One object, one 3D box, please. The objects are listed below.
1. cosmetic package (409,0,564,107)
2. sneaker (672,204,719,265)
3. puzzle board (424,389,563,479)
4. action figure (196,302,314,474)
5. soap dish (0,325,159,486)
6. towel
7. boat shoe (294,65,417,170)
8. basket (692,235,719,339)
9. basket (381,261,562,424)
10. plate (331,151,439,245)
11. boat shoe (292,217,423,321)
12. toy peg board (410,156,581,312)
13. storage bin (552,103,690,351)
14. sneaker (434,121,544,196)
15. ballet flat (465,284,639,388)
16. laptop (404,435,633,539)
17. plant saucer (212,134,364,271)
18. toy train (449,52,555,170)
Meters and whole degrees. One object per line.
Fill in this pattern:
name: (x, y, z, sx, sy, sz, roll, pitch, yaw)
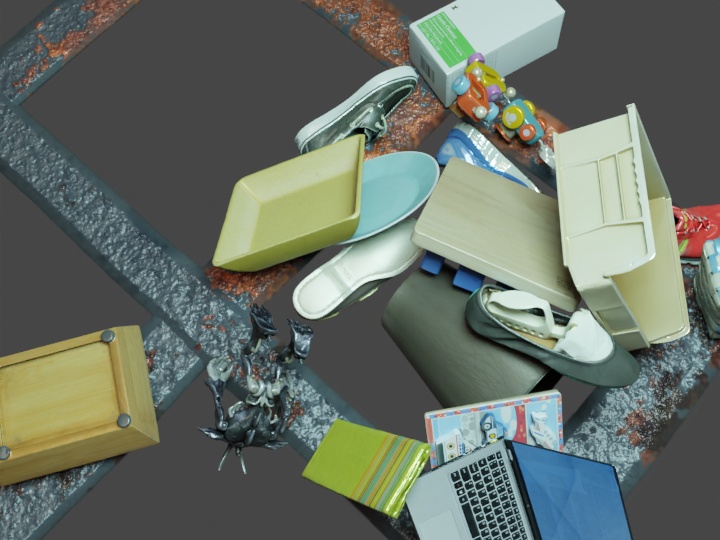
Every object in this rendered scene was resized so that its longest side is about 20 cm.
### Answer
cosmetic package: (0.180, -0.337, 1.195, 0.199, 0.085, 0.108, -31, 67, -8)
sneaker: (0.413, -0.051, 1.070, 0.198, 0.085, 0.078, -9, 69, -1)
puzzle board: (0.156, 0.233, 0.931, 0.149, 0.202, 0.017, -10, 25, -2)
action figure: (-0.126, 0.144, 1.009, 0.118, 0.102, 0.201, 18, 110, -19)
soap dish: (-0.361, 0.160, 1.022, 0.198, 0.081, 0.159, -15, 68, -5)
towel: (0.003, 0.219, 0.940, 0.018, 0.199, 0.086, 43, 69, -22)
boat shoe: (0.005, -0.209, 1.163, 0.199, 0.071, 0.064, -35, 70, -3)
basket: (0.514, 0.005, 0.996, 0.198, 0.177, 0.140, -7, 64, 12)
basket: (0.131, 0.093, 1.002, 0.200, 0.136, 0.181, 42, 103, 23)
plate: (0.014, -0.090, 1.088, 0.199, 0.026, 0.201, -20, 33, 13)
boat shoe: (0.000, 0.000, 1.080, 0.199, 0.060, 0.072, -35, 81, -9)
toy peg board: (0.165, -0.021, 1.008, 0.199, 0.098, 0.200, 23, 37, 5)
storage bin: (0.295, -0.038, 0.928, 0.093, 0.200, 0.200, -12, 59, 26)
sneaker: (0.181, -0.105, 1.117, 0.200, 0.079, 0.089, 44, 99, 11)
ballet flat: (0.206, 0.068, 0.890, 0.198, 0.069, 0.068, 19, 52, 15)
laptop: (0.171, 0.288, 0.880, 0.199, 0.116, 0.189, -23, 113, -6)
plant saucer: (-0.079, -0.078, 1.067, 0.198, 0.049, 0.201, -18, 34, 16)
toy train: (0.180, -0.205, 1.107, 0.055, 0.199, 0.151, -35, 38, 32)
